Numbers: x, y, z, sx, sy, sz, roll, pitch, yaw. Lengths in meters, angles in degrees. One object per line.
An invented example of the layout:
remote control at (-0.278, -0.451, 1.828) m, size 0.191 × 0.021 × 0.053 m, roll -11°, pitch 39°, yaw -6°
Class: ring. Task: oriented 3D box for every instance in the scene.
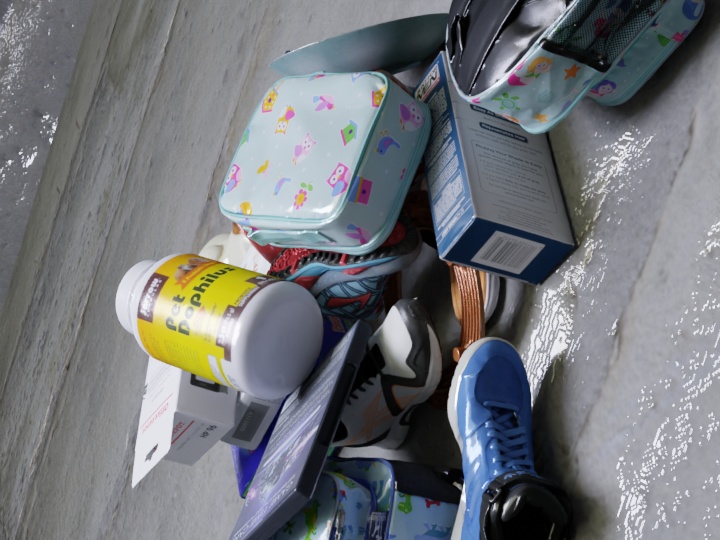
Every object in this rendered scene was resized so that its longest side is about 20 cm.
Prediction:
ring at (0.058, 0.028, 1.139) m, size 0.200 × 0.019 × 0.201 m, roll 174°, pitch 90°, yaw -67°

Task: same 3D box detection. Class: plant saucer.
plant saucer at (0.007, -0.218, 1.297) m, size 0.201 × 0.201 × 0.039 m, roll -8°, pitch 97°, yaw 62°

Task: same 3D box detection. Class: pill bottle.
pill bottle at (-0.138, 0.046, 1.181) m, size 0.200 × 0.109 × 0.109 m, roll 14°, pitch 88°, yaw 40°

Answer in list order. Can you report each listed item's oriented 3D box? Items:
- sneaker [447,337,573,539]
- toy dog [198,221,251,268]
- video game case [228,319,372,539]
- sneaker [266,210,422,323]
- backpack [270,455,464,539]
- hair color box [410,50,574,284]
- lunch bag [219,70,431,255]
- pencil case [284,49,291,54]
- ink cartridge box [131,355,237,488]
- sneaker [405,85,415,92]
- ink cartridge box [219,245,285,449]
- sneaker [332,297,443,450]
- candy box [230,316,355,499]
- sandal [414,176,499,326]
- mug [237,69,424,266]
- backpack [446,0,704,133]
sneaker at (0.117, 0.148, 0.957) m, size 0.111 × 0.077 × 0.200 m, roll 162°, pitch 116°, yaw -67°
toy dog at (-0.127, 0.000, 1.504) m, size 0.200 × 0.140 × 0.194 m, roll -37°, pitch 16°, yaw 52°
video game case at (-0.054, 0.149, 1.080) m, size 0.143 × 0.019 × 0.200 m, roll -49°, pitch 14°, yaw 41°
sneaker at (0.000, 0.000, 1.174) m, size 0.200 × 0.096 × 0.079 m, roll -16°, pitch 38°, yaw 51°
backpack at (-0.005, 0.259, 1.066) m, size 0.183 × 0.147 × 0.200 m, roll 166°, pitch 113°, yaw -65°
hair color box at (0.110, -0.090, 1.085) m, size 0.061 × 0.100 × 0.200 m, roll -51°, pitch 33°, yaw 41°
lunch bag at (-0.036, -0.093, 1.129) m, size 0.200 × 0.077 × 0.161 m, roll 7°, pitch 74°, yaw 51°
pencil case at (-0.070, -0.167, 1.505) m, size 0.083 × 0.086 × 0.200 m, roll 159°, pitch 123°, yaw -67°
ink cartridge box at (-0.176, 0.122, 1.297) m, size 0.116 × 0.068 × 0.200 m, roll -45°, pitch 34°, yaw 49°
sneaker at (-0.022, -0.144, 1.370) m, size 0.200 × 0.108 × 0.070 m, roll -42°, pitch 39°, yaw 50°
ink cartridge box at (-0.107, 0.065, 1.331) m, size 0.160 × 0.047 × 0.200 m, roll -61°, pitch 23°, yaw 26°
sneaker at (0.016, 0.102, 1.138) m, size 0.200 × 0.080 × 0.074 m, roll 109°, pitch 148°, yaw -43°
candy box at (-0.070, 0.125, 1.352) m, size 0.200 × 0.077 × 0.169 m, roll -61°, pitch 27°, yaw 28°
sandal at (0.085, -0.041, 1.155) m, size 0.079 × 0.059 × 0.207 m, roll -48°, pitch 36°, yaw 43°
mug at (-0.032, -0.115, 1.271) m, size 0.200 × 0.133 × 0.178 m, roll -39°, pitch 80°, yaw 18°
backpack at (0.160, -0.211, 0.995) m, size 0.200 × 0.150 × 0.178 m, roll -48°, pitch 33°, yaw 31°
